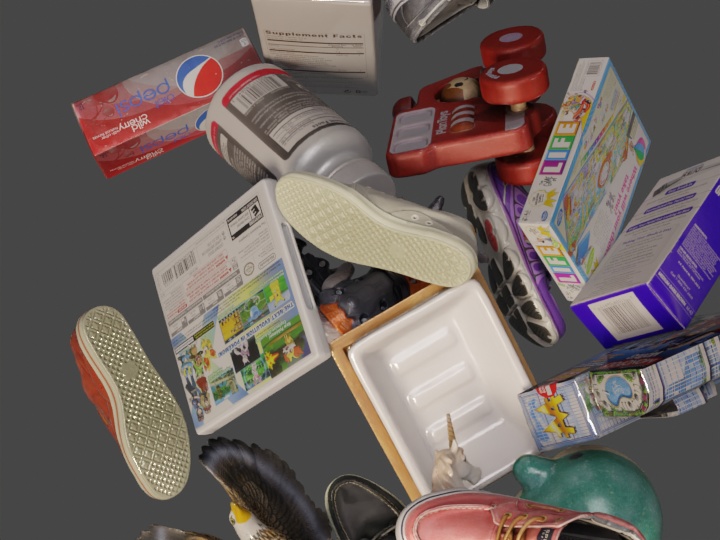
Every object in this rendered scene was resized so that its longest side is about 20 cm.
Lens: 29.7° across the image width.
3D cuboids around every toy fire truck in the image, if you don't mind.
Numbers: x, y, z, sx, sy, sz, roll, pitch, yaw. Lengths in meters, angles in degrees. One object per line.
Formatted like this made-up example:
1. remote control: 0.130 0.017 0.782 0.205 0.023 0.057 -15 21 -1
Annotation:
1. toy fire truck: 0.110 -0.159 1.363 0.167 0.112 0.200 -9 29 10

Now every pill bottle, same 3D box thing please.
1. pill bottle: -0.058 -0.113 1.347 0.111 0.111 0.200 -40 55 -10

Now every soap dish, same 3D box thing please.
1. soap dish: 0.078 0.111 1.276 0.157 0.081 0.200 -30 105 -7

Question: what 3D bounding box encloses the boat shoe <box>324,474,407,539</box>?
1. boat shoe: 0.035 0.269 1.269 0.074 0.066 0.200 -32 73 -7

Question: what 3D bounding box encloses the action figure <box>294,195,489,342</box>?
1. action figure: 0.000 0.000 1.344 0.200 0.105 0.193 40 69 13

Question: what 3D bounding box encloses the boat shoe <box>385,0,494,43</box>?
1. boat shoe: 0.126 -0.313 1.456 0.200 0.072 0.068 -32 71 -5

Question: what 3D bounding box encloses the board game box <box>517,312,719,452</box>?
1. board game box: 0.255 0.100 1.223 0.199 0.200 0.062 -22 91 -17

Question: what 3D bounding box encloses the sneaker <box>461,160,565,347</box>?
1. sneaker: 0.170 -0.023 1.358 0.083 0.081 0.200 -13 74 -15

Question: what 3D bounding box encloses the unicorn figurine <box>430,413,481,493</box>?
1. unicorn figurine: 0.089 0.247 1.191 0.137 0.074 0.200 36 76 -10

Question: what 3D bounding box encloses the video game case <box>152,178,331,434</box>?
1. video game case: -0.119 0.038 1.306 0.022 0.200 0.183 1 64 -44

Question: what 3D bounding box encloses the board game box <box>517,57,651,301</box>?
1. board game box: 0.223 -0.088 1.330 0.034 0.135 0.200 4 58 35

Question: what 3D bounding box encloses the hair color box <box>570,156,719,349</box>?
1. hair color box: 0.297 -0.020 1.296 0.065 0.109 0.200 47 58 -14

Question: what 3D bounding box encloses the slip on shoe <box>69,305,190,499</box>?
1. slip on shoe: -0.227 0.132 1.334 0.074 0.061 0.200 -23 82 -38

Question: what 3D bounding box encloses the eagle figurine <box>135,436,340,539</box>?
1. eagle figurine: -0.095 0.255 1.260 0.151 0.200 0.151 -12 108 -35

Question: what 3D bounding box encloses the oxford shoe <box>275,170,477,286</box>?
1. oxford shoe: 0.017 -0.043 1.239 0.200 0.075 0.058 20 41 11

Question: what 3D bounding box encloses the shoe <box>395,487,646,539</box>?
1. shoe: 0.133 0.220 1.121 0.199 0.091 0.072 8 79 -8

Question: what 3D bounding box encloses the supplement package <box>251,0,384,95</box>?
1. supplement package: -0.039 -0.277 1.383 0.119 0.200 0.122 3 71 3

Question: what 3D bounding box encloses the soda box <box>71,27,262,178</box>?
1. soda box: -0.195 -0.175 1.428 0.200 0.063 0.070 -25 72 -5

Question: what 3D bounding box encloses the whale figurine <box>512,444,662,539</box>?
1. whale figurine: 0.179 0.245 1.243 0.200 0.104 0.159 -22 101 5
